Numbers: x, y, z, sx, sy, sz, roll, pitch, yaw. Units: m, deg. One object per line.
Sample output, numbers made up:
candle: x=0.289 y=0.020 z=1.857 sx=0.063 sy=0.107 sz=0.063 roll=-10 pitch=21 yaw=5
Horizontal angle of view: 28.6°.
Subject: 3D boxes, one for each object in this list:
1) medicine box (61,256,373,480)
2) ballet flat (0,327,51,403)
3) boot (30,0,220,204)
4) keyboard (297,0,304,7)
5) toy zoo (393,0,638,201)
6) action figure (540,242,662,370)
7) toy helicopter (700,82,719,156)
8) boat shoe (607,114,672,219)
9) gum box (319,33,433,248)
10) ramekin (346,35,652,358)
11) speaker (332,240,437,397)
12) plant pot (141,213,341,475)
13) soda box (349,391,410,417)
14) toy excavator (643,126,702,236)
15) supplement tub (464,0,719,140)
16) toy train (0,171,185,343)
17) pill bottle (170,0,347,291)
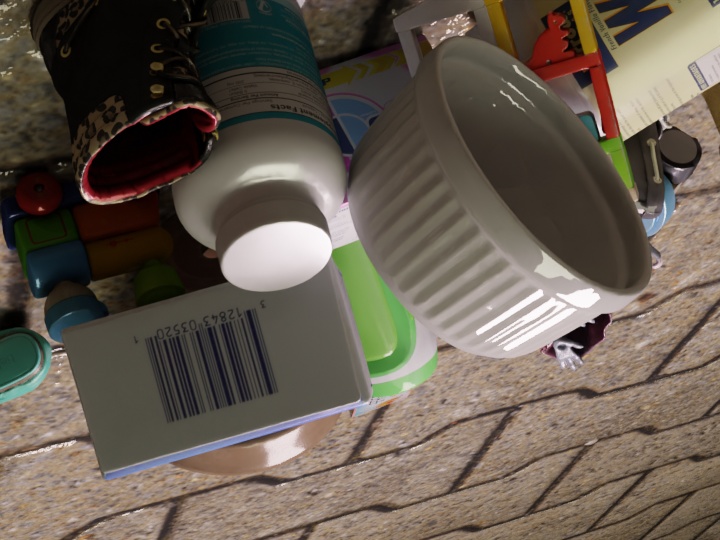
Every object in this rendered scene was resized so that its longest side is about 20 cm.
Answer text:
medicine box: x=-0.090 y=0.066 z=0.986 sx=0.181 sy=0.104 sz=0.200 roll=-16 pitch=175 yaw=0
ballet flat: x=-0.354 y=0.106 z=1.204 sx=0.199 sy=0.068 sz=0.070 roll=-21 pitch=169 yaw=-3
boot: x=-0.107 y=-0.141 z=0.830 sx=0.199 sy=0.151 sz=0.073 roll=-30 pitch=143 yaw=17
keyboard: x=-0.065 y=-0.183 z=0.959 sx=0.056 sy=0.011 sz=0.200 roll=-7 pitch=149 yaw=-33
toy zoo: x=0.104 y=-0.128 z=0.981 sx=0.130 sy=0.201 sz=0.020 roll=-14 pitch=-166 yaw=16
action figure: x=0.194 y=-0.013 z=1.345 sx=0.148 sy=0.201 sz=0.134 roll=30 pitch=138 yaw=-23
toy helicopter: x=0.295 y=-0.145 z=1.129 sx=0.132 sy=0.201 sz=0.079 roll=14 pitch=138 yaw=-28
boat shoe: x=0.219 y=-0.110 z=1.148 sx=0.062 sy=0.201 sz=0.073 roll=15 pitch=133 yaw=0
gum box: x=-0.017 y=-0.086 z=1.051 sx=0.199 sy=0.114 sz=0.066 roll=-21 pitch=156 yaw=-18
ramekin: x=0.083 y=-0.039 z=0.903 sx=0.105 sy=0.201 sz=0.199 roll=-39 pitch=151 yaw=30
speaker: x=0.000 y=0.000 z=1.155 sx=0.088 sy=0.088 sz=0.201 roll=-22 pitch=111 yaw=-5
plant pot: x=-0.113 y=0.041 z=1.182 sx=0.199 sy=0.201 sz=0.175 roll=-18 pitch=136 yaw=-13
soda box: x=0.013 y=0.083 z=1.326 sx=0.063 sy=0.069 sz=0.200 roll=-19 pitch=167 yaw=-9
toy excavator: x=0.172 y=-0.079 z=1.247 sx=0.200 sy=0.194 sz=0.100 roll=-43 pitch=166 yaw=-30
supplement tub: x=0.192 y=-0.178 z=1.039 sx=0.199 sy=0.146 sz=0.145 roll=-32 pitch=154 yaw=15
toy train: x=-0.159 y=-0.023 z=1.062 sx=0.199 sy=0.116 sz=0.085 roll=-15 pitch=154 yaw=-19
pill bottle: x=-0.072 y=-0.087 z=0.898 sx=0.110 sy=0.201 sz=0.111 roll=-10 pitch=146 yaw=-7
